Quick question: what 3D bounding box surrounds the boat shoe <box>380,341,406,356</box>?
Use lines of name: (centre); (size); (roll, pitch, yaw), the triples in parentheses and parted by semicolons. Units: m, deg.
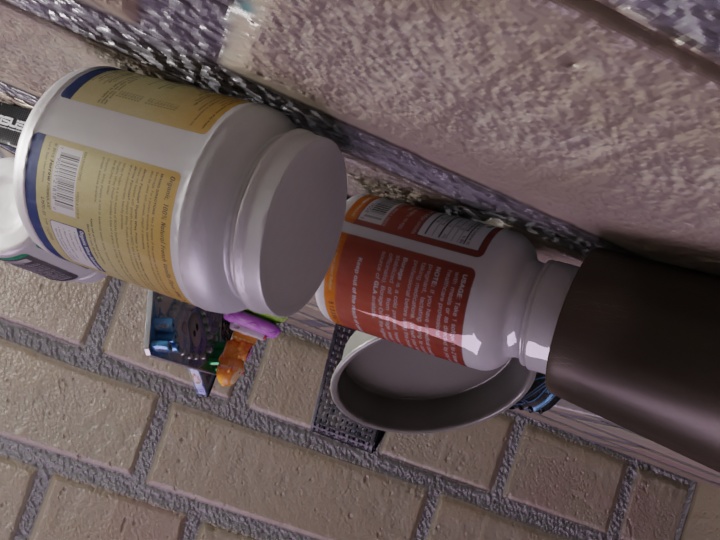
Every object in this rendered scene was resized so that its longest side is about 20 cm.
boat shoe: (-0.001, 0.000, 0.836); (0.201, 0.072, 0.067); (52, 167, -29)

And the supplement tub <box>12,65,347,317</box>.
supplement tub: (-0.122, -0.054, 0.609); (0.198, 0.146, 0.144); (17, 171, 21)

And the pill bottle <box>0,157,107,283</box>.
pill bottle: (-0.369, -0.050, 1.035); (0.112, 0.114, 0.200); (18, 171, 14)

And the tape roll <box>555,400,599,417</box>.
tape roll: (0.253, 0.150, 1.217); (0.200, 0.072, 0.202); (12, 174, 1)

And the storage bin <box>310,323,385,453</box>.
storage bin: (0.012, 0.127, 1.186); (0.093, 0.203, 0.135); (18, -163, 11)

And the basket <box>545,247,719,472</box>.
basket: (0.240, 0.068, 0.598); (0.198, 0.137, 0.180); (20, 169, 26)

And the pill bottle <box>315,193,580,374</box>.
pill bottle: (0.071, 0.014, 0.696); (0.198, 0.114, 0.112); (17, 171, 24)

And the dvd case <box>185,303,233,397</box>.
dvd case: (-0.191, 0.028, 1.028); (0.017, 0.143, 0.202); (-2, 127, 11)

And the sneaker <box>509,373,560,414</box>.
sneaker: (0.176, 0.133, 0.981); (0.198, 0.083, 0.073); (-23, -163, 20)

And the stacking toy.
stacking toy: (-0.119, 0.037, 0.996); (0.108, 0.202, 0.116); (20, 171, -2)

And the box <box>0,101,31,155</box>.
box: (-0.297, -0.116, 0.986); (0.158, 0.045, 0.200); (17, 171, 21)

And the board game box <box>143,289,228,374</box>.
board game box: (-0.180, 0.006, 0.970); (0.025, 0.203, 0.200); (-1, 167, 11)

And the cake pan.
cake pan: (0.068, 0.094, 0.837); (0.197, 0.037, 0.201); (-3, 141, -2)
